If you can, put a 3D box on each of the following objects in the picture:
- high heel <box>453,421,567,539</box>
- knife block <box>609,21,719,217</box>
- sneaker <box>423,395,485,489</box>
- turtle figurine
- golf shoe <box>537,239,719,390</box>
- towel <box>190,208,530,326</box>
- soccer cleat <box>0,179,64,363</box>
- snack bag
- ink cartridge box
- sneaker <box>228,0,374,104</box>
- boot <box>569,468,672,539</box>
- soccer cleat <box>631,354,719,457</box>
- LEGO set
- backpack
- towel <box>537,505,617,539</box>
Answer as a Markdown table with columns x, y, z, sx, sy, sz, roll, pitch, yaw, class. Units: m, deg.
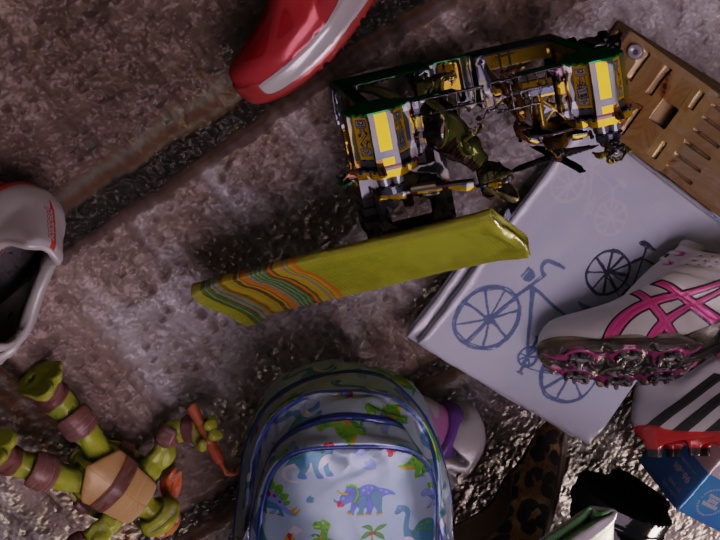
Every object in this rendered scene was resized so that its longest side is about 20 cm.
| x | y | z | sx | sy | sz | roll | pitch | yaw | class |
| --- | --- | --- | --- | --- | --- | --- | --- | --- | --- |
| 0.063 | 0.182 | 1.219 | 0.143 | 0.071 | 0.200 | 23 | 91 | 0 | high heel |
| 0.250 | -0.084 | 1.122 | 0.064 | 0.200 | 0.176 | -55 | 168 | 15 | knife block |
| -0.004 | 0.159 | 1.162 | 0.088 | 0.080 | 0.200 | 32 | 100 | -27 | sneaker |
| -0.164 | 0.127 | 1.083 | 0.200 | 0.064 | 0.161 | -48 | 121 | -3 | turtle figurine |
| 0.217 | 0.028 | 1.144 | 0.200 | 0.092 | 0.073 | -8 | 155 | -5 | golf shoe |
| 0.000 | 0.000 | 1.018 | 0.200 | 0.018 | 0.086 | -14 | 165 | 19 | towel |
| -0.237 | 0.038 | 0.973 | 0.069 | 0.085 | 0.200 | 27 | 108 | -32 | soccer cleat |
| 0.154 | 0.008 | 1.152 | 0.189 | 0.021 | 0.200 | 31 | 99 | -33 | snack bag |
| 0.326 | 0.110 | 1.260 | 0.116 | 0.068 | 0.200 | 28 | 107 | -33 | ink cartridge box |
| -0.035 | -0.200 | 0.931 | 0.116 | 0.078 | 0.200 | 37 | 90 | -26 | sneaker |
| 0.159 | 0.230 | 1.213 | 0.163 | 0.073 | 0.198 | -58 | 165 | 5 | boot |
| 0.287 | 0.087 | 1.174 | 0.200 | 0.085 | 0.069 | -8 | 172 | 31 | soccer cleat |
| 0.073 | -0.065 | 0.994 | 0.200 | 0.154 | 0.116 | -16 | 108 | -15 | LEGO set |
| -0.010 | 0.159 | 1.065 | 0.163 | 0.154 | 0.200 | 4 | 95 | 2 | backpack |
| 0.114 | 0.253 | 1.107 | 0.153 | 0.023 | 0.200 | -31 | 138 | -22 | towel |
